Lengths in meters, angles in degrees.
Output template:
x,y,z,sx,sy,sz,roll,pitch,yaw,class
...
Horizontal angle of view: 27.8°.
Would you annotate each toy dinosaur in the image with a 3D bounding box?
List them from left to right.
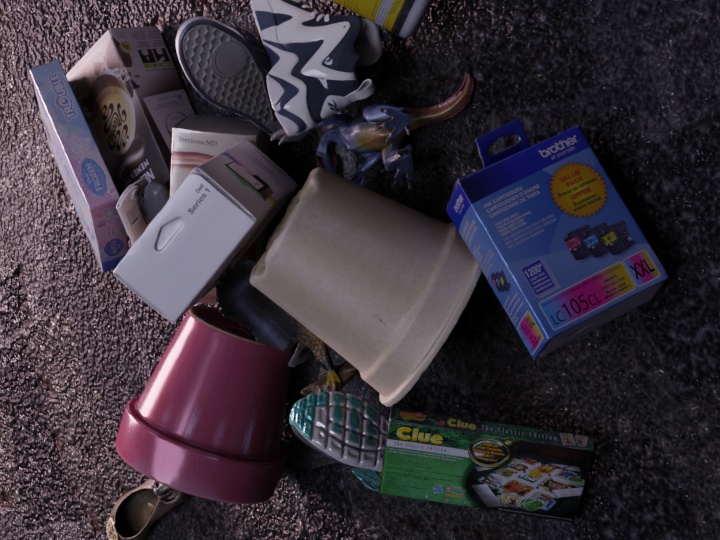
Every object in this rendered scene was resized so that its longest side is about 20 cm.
x,y,z,sx,sy,sz,roll,pitch,yaw,class
0.015,-0.133,1.537,0.181,0.199,0.106,-144,31,-70,toy dinosaur

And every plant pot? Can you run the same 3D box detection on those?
x,y,z,sx,sy,sz,roll,pitch,yaw,class
-0.164,0.147,1.683,0.199,0.199,0.180,25,99,37,plant pot
0.000,0.000,1.428,0.183,0.201,0.201,31,126,-7,plant pot

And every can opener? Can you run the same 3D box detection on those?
x,y,z,sx,sy,sz,roll,pitch,yaw,class
-0.241,-0.030,1.731,0.066,0.053,0.201,27,150,27,can opener

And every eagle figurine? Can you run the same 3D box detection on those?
x,y,z,sx,sy,sz,roll,pitch,yaw,class
-0.054,0.036,1.566,0.150,0.152,0.201,-27,108,18,eagle figurine

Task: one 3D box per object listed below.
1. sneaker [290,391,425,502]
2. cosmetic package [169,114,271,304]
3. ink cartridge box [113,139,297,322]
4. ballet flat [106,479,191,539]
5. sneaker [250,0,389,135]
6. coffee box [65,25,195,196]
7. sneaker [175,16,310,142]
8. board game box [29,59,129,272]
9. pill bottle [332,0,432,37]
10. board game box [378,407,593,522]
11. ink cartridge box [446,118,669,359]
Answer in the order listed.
x,y,z,sx,sy,sz,roll,pitch,yaw,class
0.011,0.196,1.532,0.199,0.078,0.091,24,140,-10,sneaker
-0.162,-0.069,1.664,0.102,0.087,0.202,5,106,7,cosmetic package
-0.157,-0.045,1.517,0.084,0.200,0.145,40,106,-1,ink cartridge box
-0.289,0.315,1.920,0.200,0.046,0.068,-37,73,41,ballet flat
-0.036,-0.243,1.491,0.129,0.080,0.200,-16,56,9,sneaker
-0.266,-0.180,1.764,0.113,0.079,0.201,-34,76,42,coffee box
-0.149,-0.229,1.574,0.077,0.202,0.146,-45,46,6,sneaker
-0.344,-0.125,1.798,0.199,0.043,0.201,102,144,-69,board game box
-0.013,-0.319,1.421,0.199,0.112,0.112,28,122,-1,pill bottle
0.121,0.192,1.431,0.198,0.024,0.105,9,130,1,board game box
0.171,-0.039,1.342,0.201,0.136,0.076,60,165,16,ink cartridge box
